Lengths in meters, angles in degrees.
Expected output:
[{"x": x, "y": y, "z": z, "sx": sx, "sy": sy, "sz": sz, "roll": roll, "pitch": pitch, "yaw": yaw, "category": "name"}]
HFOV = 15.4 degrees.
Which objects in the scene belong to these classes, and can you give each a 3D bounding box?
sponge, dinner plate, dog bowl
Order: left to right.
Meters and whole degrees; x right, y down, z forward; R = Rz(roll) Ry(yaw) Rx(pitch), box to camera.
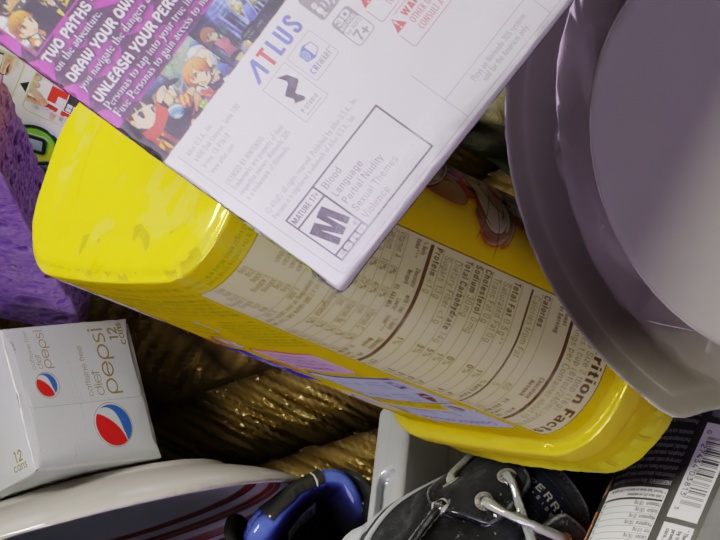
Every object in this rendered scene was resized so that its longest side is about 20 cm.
[{"x": -0.176, "y": -0.034, "z": 1.046, "sx": 0.111, "sy": 0.030, "sz": 0.200, "roll": 12, "pitch": 158, "yaw": 10, "category": "sponge"}, {"x": -0.119, "y": 0.112, "z": 1.155, "sx": 0.200, "sy": 0.024, "sz": 0.200, "roll": -14, "pitch": 167, "yaw": -3, "category": "dinner plate"}, {"x": 0.144, "y": -0.042, "z": 0.854, "sx": 0.200, "sy": 0.059, "sz": 0.201, "roll": 14, "pitch": 114, "yaw": 36, "category": "dog bowl"}]

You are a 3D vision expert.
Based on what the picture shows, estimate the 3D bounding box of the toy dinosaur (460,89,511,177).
[{"x": 0.081, "y": -0.053, "z": 0.969, "sx": 0.200, "sy": 0.048, "sz": 0.088, "roll": 27, "pitch": 140, "yaw": -16, "category": "toy dinosaur"}]

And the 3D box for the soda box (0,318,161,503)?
[{"x": -0.175, "y": 0.083, "z": 1.164, "sx": 0.068, "sy": 0.064, "sz": 0.200, "roll": -4, "pitch": 162, "yaw": -42, "category": "soda box"}]

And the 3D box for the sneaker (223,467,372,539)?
[{"x": -0.011, "y": 0.138, "z": 1.148, "sx": 0.199, "sy": 0.080, "sz": 0.115, "roll": -170, "pitch": 59, "yaw": -77, "category": "sneaker"}]

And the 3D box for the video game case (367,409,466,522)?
[{"x": 0.074, "y": 0.170, "z": 1.101, "sx": 0.024, "sy": 0.182, "sz": 0.200, "roll": -35, "pitch": 116, "yaw": 26, "category": "video game case"}]

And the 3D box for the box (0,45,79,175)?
[{"x": -0.109, "y": -0.082, "z": 1.016, "sx": 0.200, "sy": 0.035, "sz": 0.110, "roll": 25, "pitch": 138, "yaw": -6, "category": "box"}]

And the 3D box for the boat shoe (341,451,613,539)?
[{"x": 0.057, "y": 0.101, "z": 1.033, "sx": 0.072, "sy": 0.200, "sz": 0.068, "roll": 53, "pitch": 129, "yaw": 7, "category": "boat shoe"}]

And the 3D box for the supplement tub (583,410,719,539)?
[{"x": 0.140, "y": 0.124, "z": 0.996, "sx": 0.122, "sy": 0.200, "sz": 0.123, "roll": 23, "pitch": 161, "yaw": 8, "category": "supplement tub"}]

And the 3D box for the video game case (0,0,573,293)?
[{"x": -0.017, "y": -0.123, "z": 0.793, "sx": 0.181, "sy": 0.036, "sz": 0.200, "roll": 35, "pitch": 106, "yaw": -9, "category": "video game case"}]

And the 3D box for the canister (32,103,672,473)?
[{"x": 0.000, "y": 0.000, "z": 0.951, "sx": 0.200, "sy": 0.087, "sz": 0.148, "roll": 23, "pitch": 169, "yaw": -32, "category": "canister"}]
